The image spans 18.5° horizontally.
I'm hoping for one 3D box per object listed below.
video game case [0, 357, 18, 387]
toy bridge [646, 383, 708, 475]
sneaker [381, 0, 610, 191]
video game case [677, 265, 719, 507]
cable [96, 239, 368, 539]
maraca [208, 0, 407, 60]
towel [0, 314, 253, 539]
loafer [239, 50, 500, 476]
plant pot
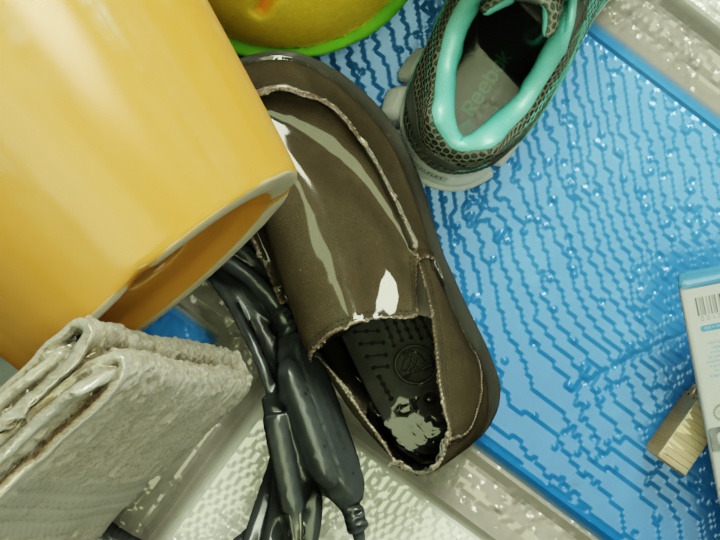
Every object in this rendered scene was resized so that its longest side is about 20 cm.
[{"bbox_3d":[-0.172,0.016,0.938,0.143,0.019,0.200,34,96,11],"label":"video game case"},{"bbox_3d":[0.227,0.109,0.977,0.200,0.027,0.067,34,92,-4],"label":"toy bridge"},{"bbox_3d":[0.078,-0.122,0.923,0.077,0.091,0.200,25,93,-4],"label":"sneaker"},{"bbox_3d":[0.223,0.084,0.940,0.143,0.018,0.200,-11,103,8],"label":"video game case"},{"bbox_3d":[-0.093,0.060,0.956,0.163,0.051,0.200,-22,86,9],"label":"cable"},{"bbox_3d":[-0.044,-0.184,0.906,0.137,0.107,0.200,-20,94,0],"label":"maraca"},{"bbox_3d":[-0.111,0.075,0.833,0.133,0.200,0.034,-42,79,6],"label":"towel"},{"bbox_3d":[0.000,0.000,0.916,0.073,0.071,0.200,-27,108,18],"label":"loafer"},{"bbox_3d":[-0.128,-0.065,0.824,0.200,0.200,0.183,-40,84,1],"label":"plant pot"}]
